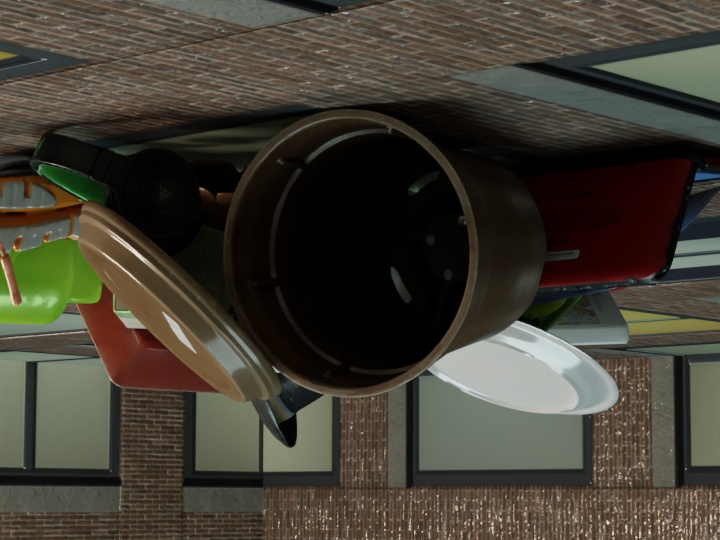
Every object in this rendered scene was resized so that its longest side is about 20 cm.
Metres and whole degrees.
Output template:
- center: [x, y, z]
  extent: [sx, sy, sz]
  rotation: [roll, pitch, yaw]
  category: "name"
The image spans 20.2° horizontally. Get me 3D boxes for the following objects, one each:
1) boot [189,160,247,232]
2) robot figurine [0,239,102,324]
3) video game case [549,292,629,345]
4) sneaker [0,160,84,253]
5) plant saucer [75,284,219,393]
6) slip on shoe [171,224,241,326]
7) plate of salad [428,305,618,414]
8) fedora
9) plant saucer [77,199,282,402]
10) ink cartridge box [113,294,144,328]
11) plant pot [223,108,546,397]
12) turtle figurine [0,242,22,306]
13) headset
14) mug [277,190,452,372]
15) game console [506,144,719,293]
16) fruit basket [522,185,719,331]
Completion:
- center: [-0.057, -0.008, 1.612]
  extent: [0.199, 0.155, 0.074]
  rotation: [8, -143, 20]
  category: "boot"
- center: [-0.327, -0.012, 1.774]
  extent: [0.199, 0.116, 0.175]
  rotation: [4, -175, -25]
  category: "robot figurine"
- center: [0.157, 0.039, 2.031]
  extent: [0.199, 0.023, 0.182]
  rotation: [-2, -164, -2]
  category: "video game case"
- center: [-0.233, -0.058, 1.626]
  extent: [0.199, 0.079, 0.077]
  rotation: [2, -163, -32]
  category: "sneaker"
- center: [-0.192, 0.025, 1.934]
  extent: [0.037, 0.200, 0.200]
  rotation: [-42, 151, 27]
  category: "plant saucer"
- center: [-0.112, 0.012, 1.571]
  extent: [0.200, 0.074, 0.061]
  rotation: [27, 146, 33]
  category: "slip on shoe"
- center: [0.120, 0.067, 1.671]
  extent: [0.199, 0.048, 0.200]
  rotation: [19, 159, 7]
  category: "plate of salad"
- center: [-0.061, 0.068, 1.906]
  extent: [0.091, 0.201, 0.201]
  rotation: [-19, 171, 7]
  category: "fedora"
- center: [-0.138, 0.028, 1.475]
  extent: [0.200, 0.029, 0.200]
  rotation: [42, 167, 12]
  category: "plant saucer"
- center: [-0.180, -0.010, 1.786]
  extent: [0.067, 0.118, 0.200]
  rotation: [-1, 173, -3]
  category: "ink cartridge box"
- center: [0.034, -0.016, 1.488]
  extent: [0.199, 0.201, 0.198]
  rotation: [-3, -179, 27]
  category: "plant pot"
- center: [-0.355, -0.035, 1.532]
  extent: [0.161, 0.065, 0.200]
  rotation: [12, 152, 44]
  category: "turtle figurine"
- center: [-0.157, -0.037, 1.510]
  extent: [0.199, 0.094, 0.124]
  rotation: [22, 170, 2]
  category: "headset"
- center: [0.000, 0.000, 1.762]
  extent: [0.175, 0.148, 0.200]
  rotation: [-16, 169, 32]
  category: "mug"
- center: [0.199, -0.033, 1.611]
  extent: [0.199, 0.173, 0.119]
  rotation: [-6, 145, 40]
  category: "game console"
- center: [0.187, -0.019, 1.712]
  extent: [0.200, 0.094, 0.185]
  rotation: [-22, -167, 44]
  category: "fruit basket"
